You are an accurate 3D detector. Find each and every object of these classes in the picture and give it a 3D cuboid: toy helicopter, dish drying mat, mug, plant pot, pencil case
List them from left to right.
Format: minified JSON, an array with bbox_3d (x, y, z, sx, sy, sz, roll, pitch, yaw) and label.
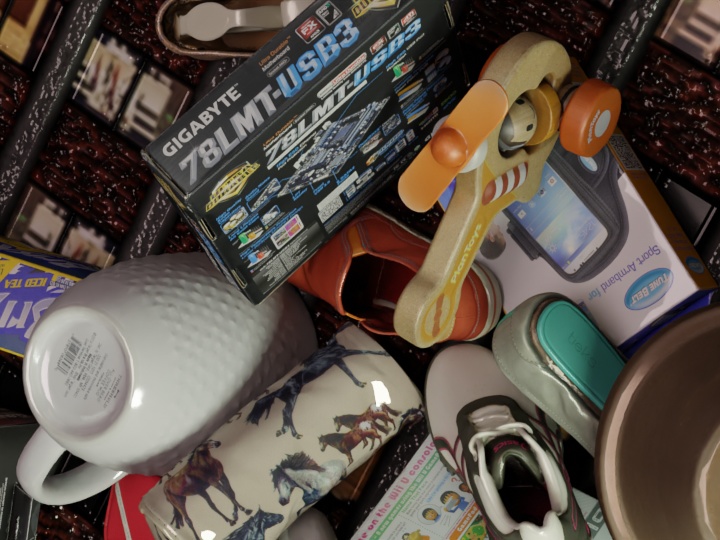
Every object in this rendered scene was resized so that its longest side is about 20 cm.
[{"bbox_3d":[-0.149,0.081,1.558,0.148,0.175,0.200,49,113,20],"label":"mug"},{"bbox_3d":[-0.115,0.191,1.589,0.200,0.018,0.077,22,101,51],"label":"dish drying mat"},{"bbox_3d":[-0.045,0.120,1.503,0.200,0.090,0.078,-40,31,-16],"label":"pencil case"},{"bbox_3d":[0.068,-0.047,1.405,0.079,0.132,0.200,27,97,25],"label":"toy helicopter"},{"bbox_3d":[0.233,0.117,1.309,0.200,0.175,0.201,0,92,2],"label":"plant pot"}]

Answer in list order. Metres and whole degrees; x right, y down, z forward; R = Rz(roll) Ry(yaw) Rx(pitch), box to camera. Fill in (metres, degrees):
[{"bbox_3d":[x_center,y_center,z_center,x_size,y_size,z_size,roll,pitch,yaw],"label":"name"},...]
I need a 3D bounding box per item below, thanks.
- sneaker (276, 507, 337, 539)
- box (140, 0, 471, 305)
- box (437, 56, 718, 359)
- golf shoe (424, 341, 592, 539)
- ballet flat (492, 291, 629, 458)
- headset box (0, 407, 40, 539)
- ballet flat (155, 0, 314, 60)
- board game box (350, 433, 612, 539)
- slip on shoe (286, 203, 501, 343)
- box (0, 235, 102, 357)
[{"bbox_3d":[0.000,0.246,1.548,0.080,0.076,0.200,-17,87,17],"label":"sneaker"},{"bbox_3d":[-0.025,-0.087,1.434,0.200,0.199,0.050,-43,69,-5],"label":"box"},{"bbox_3d":[0.132,-0.020,1.476,0.119,0.041,0.200,-38,71,25],"label":"box"},{"bbox_3d":[0.091,0.108,1.426,0.077,0.088,0.200,-21,51,-5],"label":"golf shoe"},{"bbox_3d":[0.158,0.094,1.439,0.200,0.067,0.064,47,146,-8],"label":"ballet flat"},{"bbox_3d":[-0.316,0.165,1.712,0.200,0.075,0.149,12,97,29],"label":"headset box"},{"bbox_3d":[-0.049,-0.164,1.558,0.200,0.067,0.068,-5,89,29],"label":"ballet flat"},{"bbox_3d":[0.092,0.201,1.448,0.200,0.064,0.148,27,61,25],"label":"board game box"},{"bbox_3d":[0.000,0.000,1.523,0.200,0.061,0.074,23,117,41],"label":"slip on shoe"},{"bbox_3d":[-0.253,0.016,1.680,0.200,0.064,0.070,16,99,27],"label":"box"}]
